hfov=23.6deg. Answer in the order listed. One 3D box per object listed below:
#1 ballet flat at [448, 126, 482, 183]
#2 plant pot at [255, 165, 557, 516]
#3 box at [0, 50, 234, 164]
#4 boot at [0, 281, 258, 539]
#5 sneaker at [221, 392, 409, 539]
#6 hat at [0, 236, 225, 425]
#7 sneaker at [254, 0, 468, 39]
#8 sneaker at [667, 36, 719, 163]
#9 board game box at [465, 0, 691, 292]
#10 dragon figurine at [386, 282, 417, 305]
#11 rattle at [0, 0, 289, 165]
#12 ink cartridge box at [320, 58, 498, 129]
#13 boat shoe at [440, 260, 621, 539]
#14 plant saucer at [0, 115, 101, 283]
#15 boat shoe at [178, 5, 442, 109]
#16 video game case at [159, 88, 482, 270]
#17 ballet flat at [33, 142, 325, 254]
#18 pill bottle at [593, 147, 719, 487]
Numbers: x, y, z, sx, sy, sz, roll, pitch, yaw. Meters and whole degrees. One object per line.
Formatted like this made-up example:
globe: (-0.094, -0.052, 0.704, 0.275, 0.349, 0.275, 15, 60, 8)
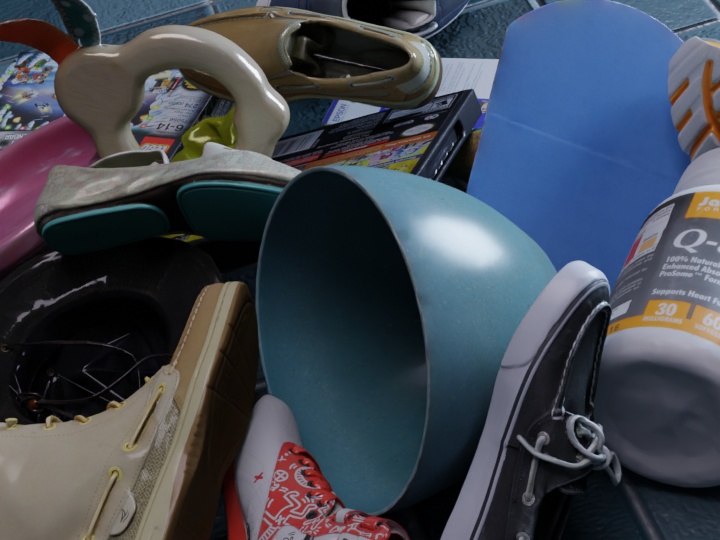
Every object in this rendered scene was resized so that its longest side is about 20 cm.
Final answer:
ballet flat: (0.150, -0.064, 1.184, 0.199, 0.071, 0.071, 0, 41, 15)
plant pot: (0.042, 0.033, 1.012, 0.134, 0.201, 0.200, -8, 34, -29)
box: (-0.209, -0.116, 1.359, 0.199, 0.040, 0.137, 5, 43, 21)
boot: (-0.148, 0.089, 0.970, 0.155, 0.073, 0.201, 6, 64, 20)
sneaker: (-0.021, 0.144, 0.957, 0.107, 0.067, 0.202, -18, 42, 21)
hat: (-0.160, 0.072, 1.091, 0.199, 0.081, 0.201, -11, 46, 11)
sneaker: (0.040, -0.209, 1.311, 0.202, 0.077, 0.146, -20, 10, -33)
sneaker: (0.278, -0.076, 1.108, 0.200, 0.078, 0.077, 45, 40, 0)
board game box: (0.142, -0.074, 1.116, 0.157, 0.201, 0.039, 17, -10, -18)
dragon figurine: (0.000, 0.000, 1.146, 0.199, 0.059, 0.100, -8, 39, 10)
rattle: (-0.143, -0.135, 1.170, 0.199, 0.130, 0.143, 27, 37, -6)
ink cartridge box: (0.079, -0.118, 1.284, 0.199, 0.039, 0.100, 5, 42, 19)
boat shoe: (0.102, 0.097, 0.922, 0.068, 0.073, 0.200, 25, 95, 30)
plant saucer: (-0.241, -0.036, 1.222, 0.200, 0.051, 0.201, -28, 25, 15)
boat shoe: (-0.045, -0.155, 1.204, 0.199, 0.076, 0.072, 3, 85, 18)
video game case: (-0.030, -0.059, 1.183, 0.199, 0.026, 0.181, -13, 22, 25)
ballet flat: (-0.113, -0.054, 1.091, 0.199, 0.068, 0.063, -4, 55, 11)
pill bottle: (0.208, 0.021, 1.020, 0.116, 0.117, 0.200, 8, 44, 24)
